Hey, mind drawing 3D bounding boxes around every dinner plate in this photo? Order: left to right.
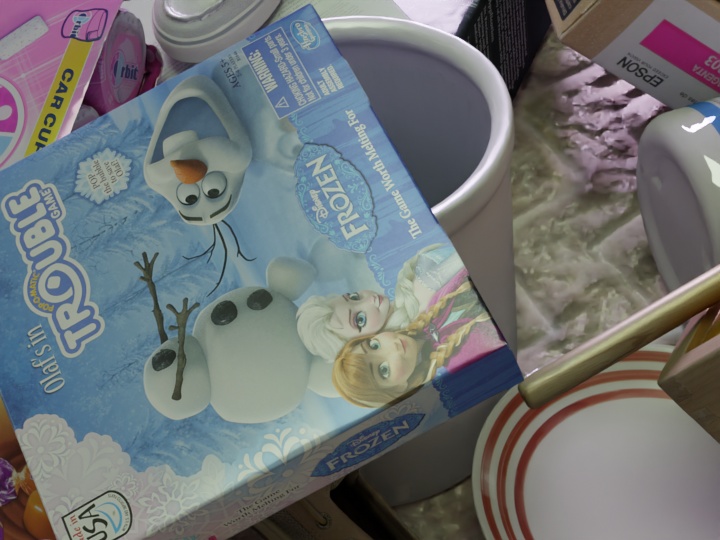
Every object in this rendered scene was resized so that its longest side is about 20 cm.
[{"bbox_3d":[0.153,0.117,0.919,0.200,0.024,0.200,4,45,-4],"label":"dinner plate"}]

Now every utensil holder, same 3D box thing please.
[{"bbox_3d":[0.000,0.000,0.953,0.170,0.200,0.170,-5,44,5],"label":"utensil holder"}]

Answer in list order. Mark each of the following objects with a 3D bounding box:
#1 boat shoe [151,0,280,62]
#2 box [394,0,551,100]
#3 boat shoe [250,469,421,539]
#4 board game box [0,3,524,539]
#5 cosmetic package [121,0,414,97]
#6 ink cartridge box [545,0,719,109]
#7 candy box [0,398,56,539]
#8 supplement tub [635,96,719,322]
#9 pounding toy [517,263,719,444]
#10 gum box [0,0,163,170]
[{"bbox_3d":[-0.056,-0.207,1.019,0.072,0.069,0.200,28,73,26],"label":"boat shoe"},{"bbox_3d":[0.003,-0.165,1.179,0.200,0.124,0.197,11,45,19],"label":"box"},{"bbox_3d":[-0.027,0.096,0.886,0.200,0.065,0.072,53,21,6],"label":"boat shoe"},{"bbox_3d":[-0.064,0.009,0.800,0.199,0.043,0.200,-29,59,0],"label":"board game box"},{"bbox_3d":[-0.081,-0.110,1.043,0.200,0.052,0.151,-36,62,-5],"label":"cosmetic package"},{"bbox_3d":[0.193,-0.166,1.105,0.200,0.075,0.165,26,34,-30],"label":"ink cartridge box"},{"bbox_3d":[-0.189,0.105,0.936,0.200,0.056,0.117,8,88,15],"label":"candy box"},{"bbox_3d":[0.263,-0.047,1.011,0.200,0.132,0.132,-17,45,-8],"label":"supplement tub"},{"bbox_3d":[0.211,0.009,0.841,0.142,0.200,0.184,42,52,-7],"label":"pounding toy"},{"bbox_3d":[-0.190,-0.057,0.975,0.113,0.066,0.200,6,63,21],"label":"gum box"}]
